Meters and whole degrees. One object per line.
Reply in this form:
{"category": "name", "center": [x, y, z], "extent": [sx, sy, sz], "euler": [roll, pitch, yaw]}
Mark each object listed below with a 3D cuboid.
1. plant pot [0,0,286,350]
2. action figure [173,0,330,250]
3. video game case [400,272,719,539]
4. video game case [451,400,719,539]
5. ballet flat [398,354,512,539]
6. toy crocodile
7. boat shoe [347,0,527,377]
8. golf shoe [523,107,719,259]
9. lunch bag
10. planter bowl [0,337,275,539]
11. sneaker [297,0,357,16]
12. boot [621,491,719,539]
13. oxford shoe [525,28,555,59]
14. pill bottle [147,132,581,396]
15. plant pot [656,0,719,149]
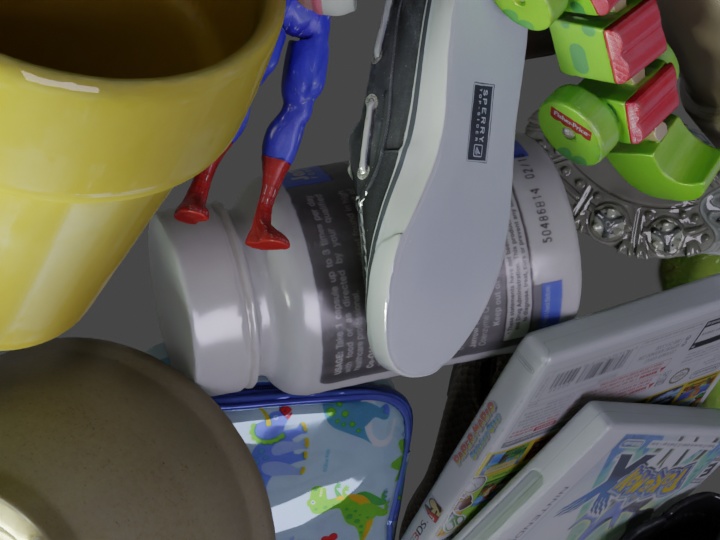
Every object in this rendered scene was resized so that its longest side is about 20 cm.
{"category": "plant pot", "center": [-0.153, -0.074, 0.893], "extent": [0.200, 0.201, 0.189], "euler": [4, 133, -23]}
{"category": "action figure", "center": [-0.021, -0.114, 0.934], "extent": [0.065, 0.099, 0.200], "euler": [19, 79, -23]}
{"category": "video game case", "center": [0.125, 0.080, 1.107], "extent": [0.200, 0.023, 0.182], "euler": [-15, 145, -41]}
{"category": "video game case", "center": [0.116, 0.143, 1.143], "extent": [0.182, 0.022, 0.200], "euler": [-47, 154, 19]}
{"category": "ballet flat", "center": [0.067, 0.128, 1.172], "extent": [0.067, 0.046, 0.200], "euler": [1, 118, -21]}
{"category": "toy crocodile", "center": [0.112, -0.113, 0.936], "extent": [0.068, 0.062, 0.200], "euler": [-43, 126, -26]}
{"category": "boat shoe", "center": [0.026, -0.052, 0.957], "extent": [0.072, 0.068, 0.201], "euler": [5, 94, -44]}
{"category": "golf shoe", "center": [0.181, -0.042, 1.100], "extent": [0.200, 0.097, 0.078], "euler": [19, 100, 1]}
{"category": "lunch bag", "center": [-0.062, 0.135, 1.108], "extent": [0.160, 0.082, 0.200], "euler": [2, 117, -18]}
{"category": "planter bowl", "center": [-0.155, 0.140, 0.947], "extent": [0.200, 0.135, 0.201], "euler": [2, 98, 18]}
{"category": "sneaker", "center": [-0.067, -0.184, 0.865], "extent": [0.104, 0.201, 0.075], "euler": [-16, 157, -3]}
{"category": "boot", "center": [0.135, 0.205, 1.183], "extent": [0.200, 0.070, 0.132], "euler": [-35, 156, -36]}
{"category": "oxford shoe", "center": [0.056, -0.180, 0.975], "extent": [0.084, 0.073, 0.200], "euler": [-25, 121, 8]}
{"category": "pill bottle", "center": [0.000, 0.000, 1.031], "extent": [0.200, 0.114, 0.114], "euler": [-10, 122, -15]}
{"category": "plant pot", "center": [0.197, -0.175, 0.973], "extent": [0.200, 0.200, 0.174], "euler": [-44, 109, 8]}
